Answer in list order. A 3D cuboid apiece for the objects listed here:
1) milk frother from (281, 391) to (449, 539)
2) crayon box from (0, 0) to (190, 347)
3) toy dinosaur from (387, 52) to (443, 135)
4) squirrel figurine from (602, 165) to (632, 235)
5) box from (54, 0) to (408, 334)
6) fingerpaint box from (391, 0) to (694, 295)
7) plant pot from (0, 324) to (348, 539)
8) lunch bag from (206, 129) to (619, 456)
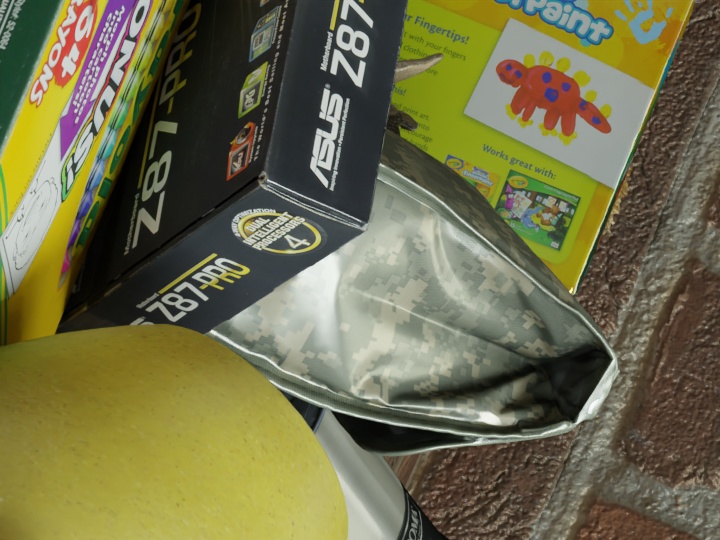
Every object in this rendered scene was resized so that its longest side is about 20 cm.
[{"bbox_3d":[-0.068,0.131,1.583,0.181,0.199,0.188,-94,157,-48],"label":"milk frother"},{"bbox_3d":[-0.107,-0.074,0.916,0.173,0.058,0.201,33,79,-83],"label":"crayon box"},{"bbox_3d":[-0.042,-0.036,1.306,0.200,0.086,0.136,-56,178,-34],"label":"toy dinosaur"},{"bbox_3d":[0.077,-0.106,1.597,0.187,0.199,0.142,-81,-163,-66],"label":"squirrel figurine"},{"bbox_3d":[-0.039,-0.082,1.000,0.161,0.049,0.201,-33,-139,54],"label":"box"},{"bbox_3d":[0.051,-0.101,1.435,0.073,0.199,0.168,-3,114,-83],"label":"fingerpaint box"},{"bbox_3d":[-0.086,0.098,0.893,0.142,0.200,0.200,-42,160,-31],"label":"plant pot"},{"bbox_3d":[0.000,0.000,1.159,0.118,0.199,0.164,-62,-160,8],"label":"lunch bag"}]
